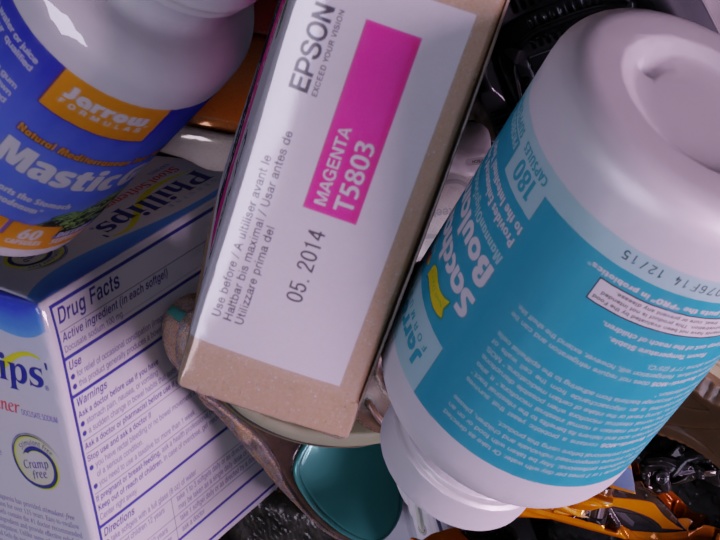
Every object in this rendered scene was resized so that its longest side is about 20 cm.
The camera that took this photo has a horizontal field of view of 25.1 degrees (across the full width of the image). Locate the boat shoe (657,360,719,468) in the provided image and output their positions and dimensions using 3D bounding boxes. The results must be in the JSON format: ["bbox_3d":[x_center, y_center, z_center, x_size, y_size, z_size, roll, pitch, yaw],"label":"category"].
[{"bbox_3d":[0.163,0.043,0.764,0.199,0.063,0.074,38,147,20],"label":"boat shoe"}]

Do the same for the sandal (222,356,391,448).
[{"bbox_3d":[0.029,0.047,0.752,0.198,0.081,0.057,11,163,5],"label":"sandal"}]

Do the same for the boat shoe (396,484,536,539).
[{"bbox_3d":[0.047,0.112,0.873,0.066,0.073,0.203,4,111,43],"label":"boat shoe"}]

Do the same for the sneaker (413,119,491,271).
[{"bbox_3d":[0.000,0.000,0.833,0.199,0.075,0.082,-35,71,46],"label":"sneaker"}]

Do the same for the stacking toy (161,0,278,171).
[{"bbox_3d":[-0.051,-0.157,0.788,0.145,0.146,0.203,19,109,29],"label":"stacking toy"}]

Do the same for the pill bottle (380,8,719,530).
[{"bbox_3d":[0.076,0.012,0.594,0.111,0.111,0.201,41,132,12],"label":"pill bottle"}]

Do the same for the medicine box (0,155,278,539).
[{"bbox_3d":[-0.134,0.062,0.914,0.102,0.182,0.202,9,118,33],"label":"medicine box"}]

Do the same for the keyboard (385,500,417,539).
[{"bbox_3d":[0.008,0.088,0.938,0.056,0.011,0.202,7,117,41],"label":"keyboard"}]

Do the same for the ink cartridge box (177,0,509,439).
[{"bbox_3d":[-0.006,-0.065,0.639,0.074,0.165,0.202,18,113,-7],"label":"ink cartridge box"}]

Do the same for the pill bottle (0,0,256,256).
[{"bbox_3d":[-0.113,-0.098,0.672,0.113,0.112,0.200,53,133,1],"label":"pill bottle"}]

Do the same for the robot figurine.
[{"bbox_3d":[0.122,0.143,0.797,0.197,0.058,0.147,13,109,6],"label":"robot figurine"}]

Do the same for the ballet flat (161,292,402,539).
[{"bbox_3d":[-0.042,0.078,0.896,0.067,0.068,0.201,25,157,49],"label":"ballet flat"}]

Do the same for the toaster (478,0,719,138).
[{"bbox_3d":[0.129,-0.075,0.671,0.113,0.129,0.202,-17,103,41],"label":"toaster"}]
